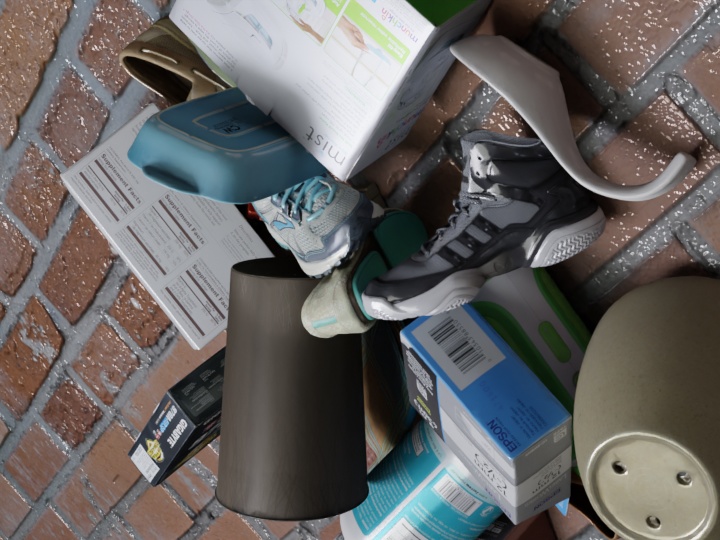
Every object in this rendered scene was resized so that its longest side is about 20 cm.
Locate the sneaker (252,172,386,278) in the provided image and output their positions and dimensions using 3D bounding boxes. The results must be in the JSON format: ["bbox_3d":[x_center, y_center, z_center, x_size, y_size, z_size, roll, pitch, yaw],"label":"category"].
[{"bbox_3d":[-0.051,-0.055,1.555,0.086,0.078,0.200,49,168,-22],"label":"sneaker"}]

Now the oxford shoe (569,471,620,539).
[{"bbox_3d":[0.169,0.146,1.628,0.200,0.071,0.071,45,149,10],"label":"oxford shoe"}]

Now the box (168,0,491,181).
[{"bbox_3d":[-0.026,-0.203,1.455,0.200,0.097,0.177,42,135,11],"label":"box"}]

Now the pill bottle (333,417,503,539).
[{"bbox_3d":[0.056,0.210,1.712,0.111,0.111,0.200,46,113,5],"label":"pill bottle"}]

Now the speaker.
[{"bbox_3d":[0.153,0.069,1.556,0.201,0.088,0.088,54,147,-6],"label":"speaker"}]

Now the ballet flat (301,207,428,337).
[{"bbox_3d":[0.000,0.000,1.570,0.062,0.200,0.068,-22,100,24],"label":"ballet flat"}]

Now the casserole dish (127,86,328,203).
[{"bbox_3d":[-0.096,-0.105,1.503,0.120,0.200,0.039,24,117,23],"label":"casserole dish"}]

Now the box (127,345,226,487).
[{"bbox_3d":[-0.122,0.108,1.818,0.046,0.200,0.159,48,146,7],"label":"box"}]

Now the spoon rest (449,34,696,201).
[{"bbox_3d":[0.146,-0.110,1.391,0.199,0.099,0.061,34,100,18],"label":"spoon rest"}]

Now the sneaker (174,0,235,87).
[{"bbox_3d":[-0.064,-0.173,1.603,0.199,0.067,0.090,30,162,14],"label":"sneaker"}]

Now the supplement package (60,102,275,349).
[{"bbox_3d":[-0.172,-0.037,1.766,0.200,0.111,0.156,52,174,-2],"label":"supplement package"}]

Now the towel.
[{"bbox_3d":[0.010,0.097,1.761,0.201,0.022,0.147,107,144,-53],"label":"towel"}]

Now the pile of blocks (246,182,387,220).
[{"bbox_3d":[-0.057,-0.049,1.710,0.199,0.062,0.083,21,137,38],"label":"pile of blocks"}]

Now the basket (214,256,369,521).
[{"bbox_3d":[-0.058,0.095,1.655,0.135,0.180,0.202,2,99,5],"label":"basket"}]

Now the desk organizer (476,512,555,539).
[{"bbox_3d":[0.090,0.245,1.820,0.199,0.072,0.077,10,133,45],"label":"desk organizer"}]

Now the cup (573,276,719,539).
[{"bbox_3d":[0.237,0.125,1.406,0.199,0.143,0.202,14,122,23],"label":"cup"}]

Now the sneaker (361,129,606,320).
[{"bbox_3d":[0.081,-0.043,1.463,0.076,0.199,0.115,-106,-7,-77],"label":"sneaker"}]

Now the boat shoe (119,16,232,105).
[{"bbox_3d":[-0.129,-0.147,1.696,0.199,0.064,0.072,36,145,21],"label":"boat shoe"}]

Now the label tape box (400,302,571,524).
[{"bbox_3d":[0.103,0.127,1.542,0.143,0.066,0.200,48,163,26],"label":"label tape box"}]
